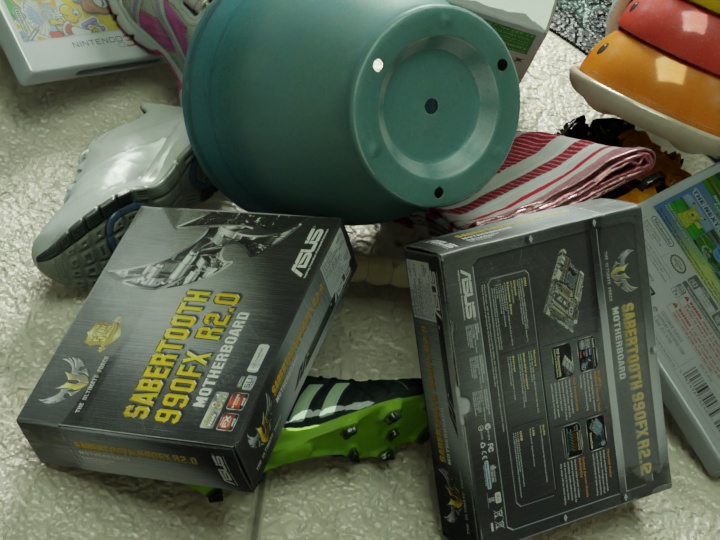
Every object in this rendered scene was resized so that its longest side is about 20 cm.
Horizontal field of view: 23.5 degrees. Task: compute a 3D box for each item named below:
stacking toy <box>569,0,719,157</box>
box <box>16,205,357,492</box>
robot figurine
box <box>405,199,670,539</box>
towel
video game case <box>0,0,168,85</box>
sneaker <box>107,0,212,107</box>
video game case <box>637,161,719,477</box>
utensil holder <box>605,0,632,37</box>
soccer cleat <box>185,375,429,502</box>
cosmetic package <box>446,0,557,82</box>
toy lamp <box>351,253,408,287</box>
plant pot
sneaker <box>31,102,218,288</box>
[{"bbox_3d":[0.264,-0.200,1.347,0.146,0.200,0.146,23,13,-5],"label":"stacking toy"},{"bbox_3d":[-0.109,0.045,1.133,0.158,0.048,0.200,5,48,23],"label":"box"},{"bbox_3d":[0.177,-0.048,1.348,0.200,0.058,0.145,-24,60,-32],"label":"robot figurine"},{"bbox_3d":[0.119,0.066,1.138,0.158,0.200,0.048,-15,13,-27],"label":"box"},{"bbox_3d":[0.106,-0.065,1.260,0.144,0.023,0.200,-26,18,-16],"label":"towel"},{"bbox_3d":[-0.229,-0.245,1.360,0.182,0.023,0.200,-16,74,-44],"label":"video game case"},{"bbox_3d":[-0.121,-0.194,1.335,0.081,0.088,0.200,-27,78,-45],"label":"sneaker"},{"bbox_3d":[0.270,0.029,1.290,0.182,0.022,0.200,-26,79,-33],"label":"video game case"},{"bbox_3d":[0.303,-0.251,1.496,0.170,0.170,0.200,16,44,-2],"label":"utensil holder"},{"bbox_3d":[-0.035,0.093,1.155,0.200,0.068,0.081,-11,52,-21],"label":"soccer cleat"},{"bbox_3d":[0.093,-0.206,1.362,0.107,0.200,0.085,17,78,1],"label":"cosmetic package"},{"bbox_3d":[0.000,0.000,1.256,0.200,0.058,0.058,7,48,-12],"label":"toy lamp"},{"bbox_3d":[0.004,-0.120,1.204,0.200,0.200,0.188,-15,16,-27],"label":"plant pot"},{"bbox_3d":[-0.174,-0.056,1.257,0.087,0.075,0.200,19,42,26],"label":"sneaker"}]
